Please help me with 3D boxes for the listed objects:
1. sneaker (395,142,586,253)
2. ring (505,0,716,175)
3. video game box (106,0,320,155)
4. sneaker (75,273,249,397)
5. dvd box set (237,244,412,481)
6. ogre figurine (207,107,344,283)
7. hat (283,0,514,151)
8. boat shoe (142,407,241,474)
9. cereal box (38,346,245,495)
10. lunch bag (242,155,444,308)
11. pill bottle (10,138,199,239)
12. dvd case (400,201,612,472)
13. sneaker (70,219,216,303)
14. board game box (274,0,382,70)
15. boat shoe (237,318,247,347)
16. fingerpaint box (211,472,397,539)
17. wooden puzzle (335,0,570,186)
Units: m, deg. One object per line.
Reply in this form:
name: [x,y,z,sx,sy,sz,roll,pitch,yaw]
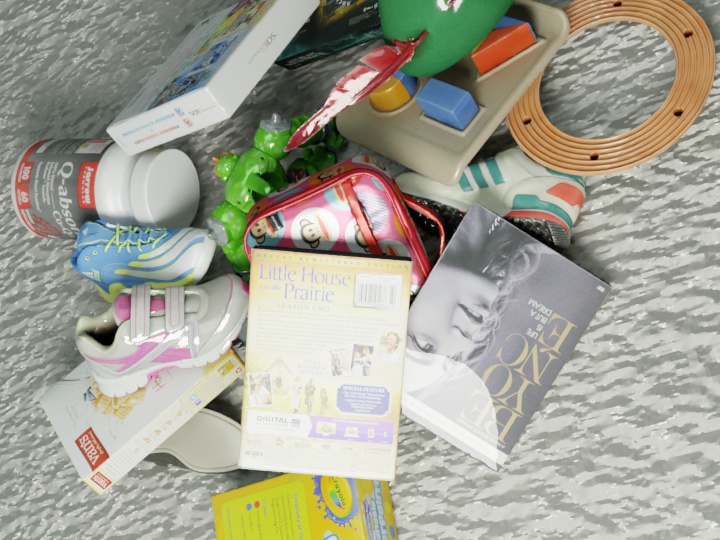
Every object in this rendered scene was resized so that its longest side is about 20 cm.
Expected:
sneaker: [0.126,-0.078,1.144,0.198,0.070,0.094,12,63,36]
ring: [0.229,-0.174,1.106,0.198,0.019,0.202,-12,60,22]
video game box: [-0.155,-0.217,1.264,0.181,0.047,0.201,-14,35,47]
sneaker: [-0.202,0.055,1.194,0.199,0.088,0.082,-27,44,12]
dvd box set: [-0.032,0.083,1.068,0.145,0.029,0.202,4,99,0]
ogre figurine: [-0.089,-0.084,1.229,0.200,0.120,0.098,-45,60,12]
hat: [0.062,-0.187,1.113,0.199,0.165,0.178,13,101,37]
boat shoe: [-0.188,0.177,1.264,0.198,0.057,0.068,1,81,25]
cereal box: [-0.231,0.120,1.254,0.200,0.040,0.144,-40,45,-6]
lunch bag: [0.000,0.000,1.121,0.175,0.082,0.201,-24,108,5]
pill bottle: [-0.287,-0.091,1.349,0.198,0.116,0.117,3,78,31]
dvd case: [0.114,0.061,1.084,0.148,0.016,0.201,31,97,-1]
sneaker: [-0.241,-0.014,1.264,0.199,0.105,0.076,-22,47,44]
board game box: [-0.015,-0.300,1.261,0.199,0.028,0.137,-8,72,48]
boat shoe: [-0.045,0.033,1.220,0.198,0.073,0.062,-17,112,18]
fingerpaint box: [-0.045,0.295,1.129,0.166,0.073,0.202,-21,67,24]
wooden puzzle: [0.081,-0.197,1.166,0.185,0.046,0.201,30,81,43]
